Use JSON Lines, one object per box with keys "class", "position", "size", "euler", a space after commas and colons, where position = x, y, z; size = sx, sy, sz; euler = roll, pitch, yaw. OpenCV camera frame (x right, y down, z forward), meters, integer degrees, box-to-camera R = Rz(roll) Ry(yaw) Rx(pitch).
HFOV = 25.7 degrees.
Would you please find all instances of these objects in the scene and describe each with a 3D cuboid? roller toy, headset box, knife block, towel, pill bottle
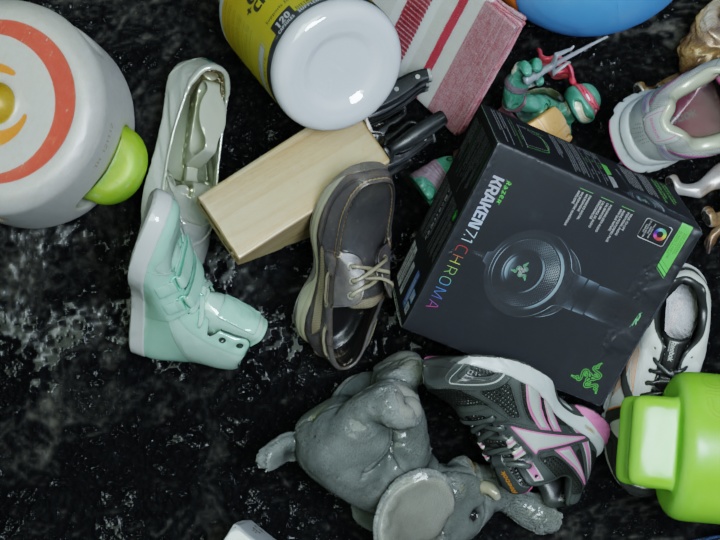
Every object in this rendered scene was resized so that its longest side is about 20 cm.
{"class": "roller toy", "position": [-0.297, -0.133, 1.355], "size": [0.198, 0.140, 0.184], "euler": [-15, 84, 5]}
{"class": "headset box", "position": [0.152, -0.008, 1.270], "size": [0.199, 0.093, 0.175], "euler": [22, 111, -14]}
{"class": "knife block", "position": [-0.019, -0.094, 1.311], "size": [0.175, 0.200, 0.064], "euler": [-40, 81, 31]}
{"class": "towel", "position": [0.041, -0.226, 1.337], "size": [0.200, 0.144, 0.023], "euler": [45, 52, 12]}
{"class": "pill bottle", "position": [-0.052, -0.205, 1.307], "size": [0.112, 0.112, 0.200], "euler": [-40, 39, 2]}

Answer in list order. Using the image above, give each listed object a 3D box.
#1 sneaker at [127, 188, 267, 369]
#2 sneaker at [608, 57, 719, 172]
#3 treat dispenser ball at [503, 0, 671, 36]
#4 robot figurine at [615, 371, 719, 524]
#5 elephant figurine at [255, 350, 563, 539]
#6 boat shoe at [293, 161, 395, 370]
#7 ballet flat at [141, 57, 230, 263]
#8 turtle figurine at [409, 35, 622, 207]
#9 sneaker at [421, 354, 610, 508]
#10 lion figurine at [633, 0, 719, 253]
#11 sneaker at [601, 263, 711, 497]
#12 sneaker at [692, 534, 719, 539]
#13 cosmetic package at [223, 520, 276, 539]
{"class": "sneaker", "position": [-0.131, 0.010, 1.315], "size": [0.117, 0.201, 0.074], "euler": [11, 53, 1]}
{"class": "sneaker", "position": [0.301, -0.135, 1.249], "size": [0.199, 0.088, 0.082], "euler": [-27, 96, -8]}
{"class": "treat dispenser ball", "position": [0.187, -0.293, 1.287], "size": [0.199, 0.201, 0.203], "euler": [0, 85, 6]}
{"class": "robot figurine", "position": [0.304, 0.142, 1.233], "size": [0.198, 0.175, 0.117], "euler": [5, 83, -3]}
{"class": "elephant figurine", "position": [0.045, 0.181, 1.309], "size": [0.154, 0.141, 0.201], "euler": [-25, 100, 32]}
{"class": "boat shoe", "position": [0.000, 0.000, 1.298], "size": [0.074, 0.201, 0.073], "euler": [-15, 49, -27]}
{"class": "ballet flat", "position": [-0.147, -0.088, 1.366], "size": [0.069, 0.069, 0.202], "euler": [6, 85, 6]}
{"class": "turtle figurine", "position": [0.145, -0.103, 1.327], "size": [0.199, 0.101, 0.150], "euler": [-37, 107, 3]}
{"class": "sneaker", "position": [0.127, 0.132, 1.263], "size": [0.199, 0.080, 0.087], "euler": [30, 67, -32]}
{"class": "lion figurine", "position": [0.311, -0.127, 1.335], "size": [0.122, 0.072, 0.202], "euler": [-20, 98, -16]}
{"class": "sneaker", "position": [0.247, 0.090, 1.313], "size": [0.073, 0.080, 0.202], "euler": [10, 88, 4]}
{"class": "sneaker", "position": [0.357, 0.230, 1.289], "size": [0.199, 0.082, 0.074], "euler": [-23, 82, 2]}
{"class": "cosmetic package", "position": [-0.050, 0.311, 1.329], "size": [0.199, 0.074, 0.102], "euler": [35, 90, 9]}
